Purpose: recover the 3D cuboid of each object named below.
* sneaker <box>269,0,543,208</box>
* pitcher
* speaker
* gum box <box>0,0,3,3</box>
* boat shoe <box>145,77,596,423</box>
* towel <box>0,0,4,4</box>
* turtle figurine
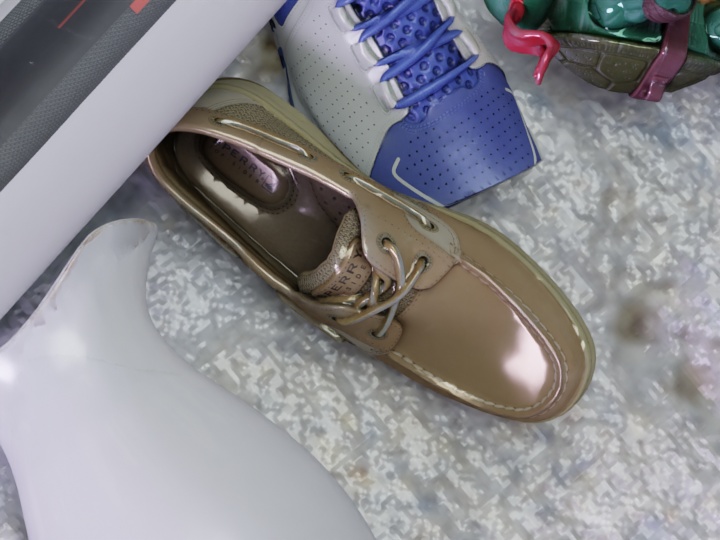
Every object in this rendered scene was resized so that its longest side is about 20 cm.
[{"bbox_3d":[-0.001,-0.118,1.181,0.080,0.115,0.200,-30,83,-15],"label":"sneaker"},{"bbox_3d":[-0.092,0.108,1.111,0.171,0.121,0.200,-36,82,5],"label":"pitcher"},{"bbox_3d":[-0.112,-0.065,1.101,0.081,0.081,0.200,40,70,2],"label":"speaker"},{"bbox_3d":[-0.234,-0.065,1.162,0.199,0.045,0.170,7,73,-8],"label":"gum box"},{"bbox_3d":[0.000,0.000,1.164,0.200,0.065,0.071,33,111,6],"label":"boat shoe"},{"bbox_3d":[-0.172,-0.116,1.152,0.152,0.023,0.200,-39,86,-19],"label":"towel"},{"bbox_3d":[0.125,-0.118,1.210,0.199,0.150,0.101,12,109,-11],"label":"turtle figurine"}]
